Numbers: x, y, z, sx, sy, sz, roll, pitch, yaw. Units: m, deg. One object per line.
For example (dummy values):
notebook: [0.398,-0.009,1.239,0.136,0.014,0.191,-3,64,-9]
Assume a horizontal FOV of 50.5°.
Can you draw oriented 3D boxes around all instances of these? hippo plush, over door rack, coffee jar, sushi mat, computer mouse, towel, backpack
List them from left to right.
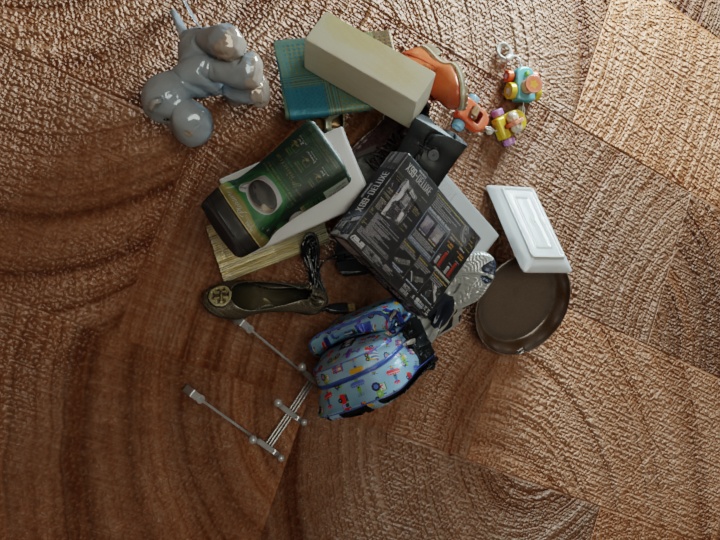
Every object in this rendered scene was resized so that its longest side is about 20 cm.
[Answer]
hippo plush: [-0.245,-0.278,1.123,0.200,0.159,0.161,45,74,-17]
over door rack: [-0.159,0.190,1.210,0.199,0.066,0.149,40,75,-18]
sushi mat: [-0.147,-0.059,1.244,0.198,0.012,0.097,-22,98,-21]
coffee jar: [-0.118,-0.110,1.059,0.199,0.085,0.105,-35,90,-2]
towel: [-0.035,-0.317,1.235,0.197,0.022,0.149,-8,71,-7]
computer mouse: [0.000,0.000,1.284,0.197,0.046,0.143,-7,98,-26]
backpack: [0.005,0.142,1.185,0.136,0.181,0.200,66,26,-5]

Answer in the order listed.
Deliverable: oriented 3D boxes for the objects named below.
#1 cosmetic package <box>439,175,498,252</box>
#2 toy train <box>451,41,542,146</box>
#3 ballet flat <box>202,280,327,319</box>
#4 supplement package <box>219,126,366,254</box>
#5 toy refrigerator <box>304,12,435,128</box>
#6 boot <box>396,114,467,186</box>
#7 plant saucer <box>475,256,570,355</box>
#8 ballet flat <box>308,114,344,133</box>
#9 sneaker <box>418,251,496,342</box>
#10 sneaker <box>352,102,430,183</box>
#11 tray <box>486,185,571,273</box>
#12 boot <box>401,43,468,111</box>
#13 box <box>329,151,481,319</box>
cosmetic package: [0.133,-0.103,1.314,0.200,0.101,0.071,46,75,-15]
toy train: [0.258,-0.316,1.390,0.150,0.055,0.201,39,76,-18]
ballet flat: [-0.148,0.042,1.201,0.197,0.046,0.068,3,63,-13]
supplement package: [-0.099,-0.122,1.165,0.198,0.121,0.121,-24,97,-3]
toy refrigerator: [0.014,-0.313,1.186,0.198,0.076,0.070,31,70,8]
boot: [0.110,-0.123,1.213,0.163,0.066,0.202,26,105,-12]
plant saucer: [0.291,0.057,1.388,0.197,0.032,0.203,-9,115,-18]
ballet flat: [-0.052,-0.236,1.255,0.070,0.071,0.203,-2,91,-22]
sneaker: [0.154,0.046,1.303,0.079,0.130,0.200,37,99,6]
sneaker: [0.050,-0.210,1.268,0.075,0.115,0.201,37,76,-22]
tray: [0.304,-0.082,1.365,0.106,0.022,0.202,1,53,-23]
boot: [0.105,-0.312,1.265,0.106,0.200,0.076,-14,126,-16]
box: [0.072,-0.051,1.138,0.200,0.050,0.159,43,77,-31]
